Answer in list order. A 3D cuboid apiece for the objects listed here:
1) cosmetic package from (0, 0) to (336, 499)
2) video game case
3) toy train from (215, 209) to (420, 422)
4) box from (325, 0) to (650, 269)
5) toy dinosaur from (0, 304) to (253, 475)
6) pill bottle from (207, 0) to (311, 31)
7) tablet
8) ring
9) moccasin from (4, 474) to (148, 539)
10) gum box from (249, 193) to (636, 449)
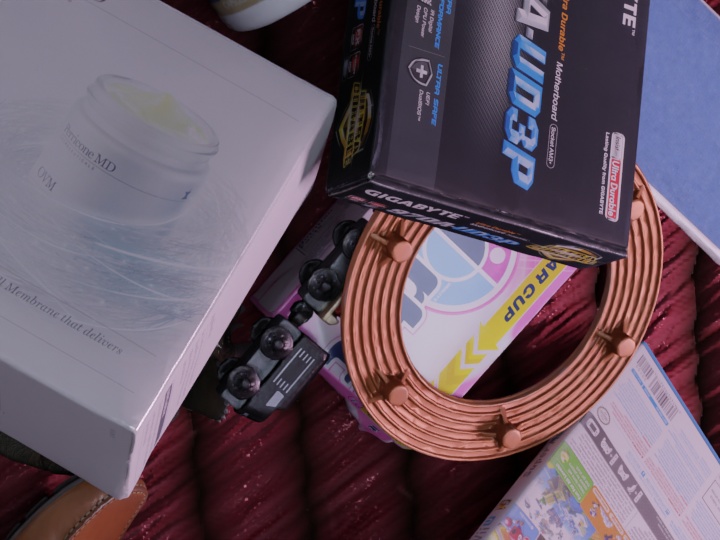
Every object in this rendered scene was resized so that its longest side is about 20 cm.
[{"bbox_3d":[-0.148,-0.033,1.128,0.199,0.123,0.201,29,67,3],"label":"cosmetic package"},{"bbox_3d":[0.143,0.157,1.311,0.200,0.018,0.143,-47,111,-36],"label":"video game case"},{"bbox_3d":[0.000,0.000,1.220,0.046,0.034,0.200,40,89,-18],"label":"toy train"},{"bbox_3d":[0.070,-0.116,1.170,0.158,0.046,0.201,16,73,-28],"label":"box"},{"bbox_3d":[-0.145,0.078,1.242,0.200,0.077,0.102,-33,140,7],"label":"toy dinosaur"},{"bbox_3d":[-0.077,-0.233,1.184,0.111,0.111,0.200,-36,107,-5],"label":"pill bottle"},{"bbox_3d":[0.164,-0.109,1.293,0.200,0.014,0.130,41,59,-17],"label":"tablet"},{"bbox_3d":[0.081,0.013,1.240,0.200,0.019,0.201,-12,117,-24],"label":"ring"},{"bbox_3d":[-0.175,0.197,1.248,0.078,0.074,0.202,35,90,27],"label":"moccasin"},{"bbox_3d":[0.042,-0.008,1.280,0.113,0.066,0.200,43,88,-16],"label":"gum box"}]
